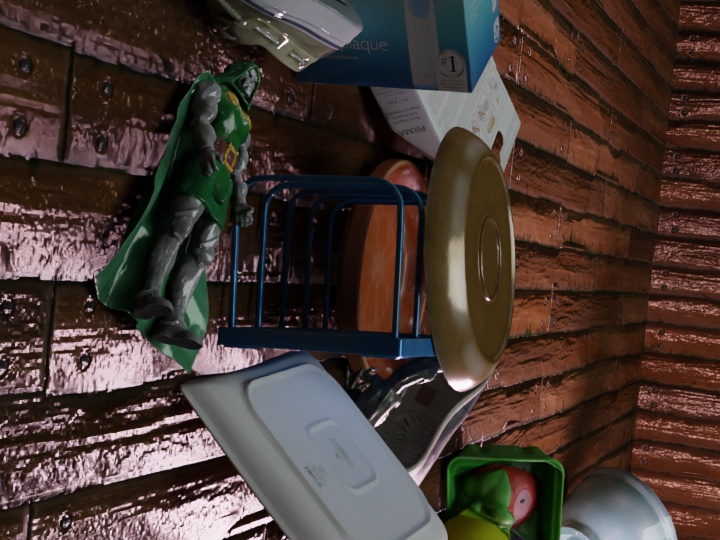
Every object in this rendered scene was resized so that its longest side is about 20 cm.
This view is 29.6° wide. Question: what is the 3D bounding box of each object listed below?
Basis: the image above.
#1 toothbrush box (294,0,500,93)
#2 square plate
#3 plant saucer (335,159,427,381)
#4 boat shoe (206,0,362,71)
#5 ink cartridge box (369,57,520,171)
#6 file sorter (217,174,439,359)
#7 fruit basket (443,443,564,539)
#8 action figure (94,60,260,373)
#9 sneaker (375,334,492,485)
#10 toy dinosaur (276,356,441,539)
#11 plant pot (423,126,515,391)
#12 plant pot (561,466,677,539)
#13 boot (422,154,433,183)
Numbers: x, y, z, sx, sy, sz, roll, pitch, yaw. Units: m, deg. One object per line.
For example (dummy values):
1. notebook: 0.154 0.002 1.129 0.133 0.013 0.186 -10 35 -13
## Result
1. toothbrush box: 0.017 -0.239 0.984 0.086 0.144 0.202 -60 150 -47
2. square plate: -0.020 0.141 0.976 0.028 0.201 0.198 -42 168 17
3. plant saucer: 0.020 0.001 1.230 0.200 0.032 0.204 7 90 -71
4. boat shoe: -0.067 -0.175 0.892 0.062 0.072 0.199 -43 153 16
5. ink cartridge box: 0.076 -0.164 1.245 0.201 0.056 0.164 65 34 -36
6. file sorter: 0.000 0.000 1.026 0.200 0.137 0.125 9 85 -70
7. fruit basket: 0.151 0.310 1.547 0.216 0.153 0.219 1 90 -87
8. action figure: -0.100 -0.052 0.862 0.118 0.054 0.202 60 37 -54
9. sneaker: 0.056 0.142 1.283 0.200 0.074 0.107 -47 162 -38
10. toy dinosaur: -0.010 0.128 1.121 0.200 0.047 0.088 -48 -167 2
11. plant pot: 0.089 -0.009 1.044 0.200 0.027 0.203 0 90 -70
12. plant pot: 0.387 0.434 2.177 0.133 0.199 0.203 -24 123 -36
13. boot: 0.088 -0.074 1.302 0.132 0.069 0.202 67 7 -51
